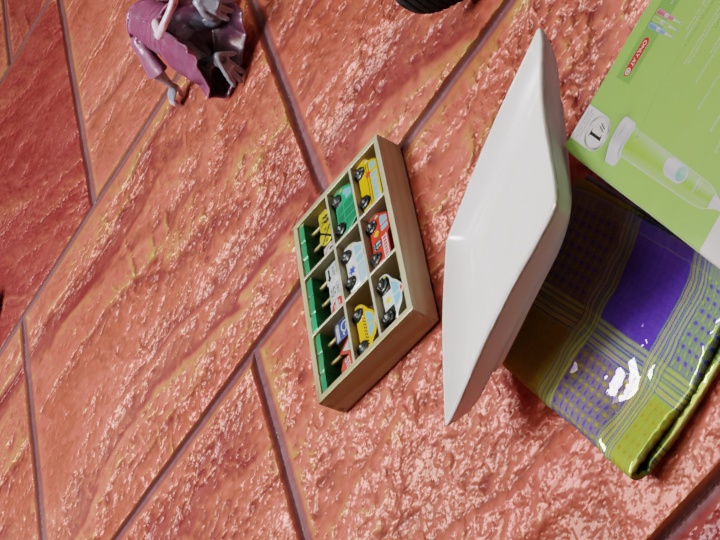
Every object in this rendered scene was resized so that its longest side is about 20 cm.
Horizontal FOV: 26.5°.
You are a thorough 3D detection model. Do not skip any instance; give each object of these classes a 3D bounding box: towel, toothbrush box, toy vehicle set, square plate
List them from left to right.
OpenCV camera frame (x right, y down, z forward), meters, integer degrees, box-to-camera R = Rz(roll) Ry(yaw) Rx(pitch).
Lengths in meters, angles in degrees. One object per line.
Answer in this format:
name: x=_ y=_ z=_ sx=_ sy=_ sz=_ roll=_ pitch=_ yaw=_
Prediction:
toy vehicle set: x=0.000 y=0.000 z=1.234 sx=0.124 sy=0.026 sz=0.201 roll=-47 pitch=35 yaw=32
square plate: x=0.098 y=-0.029 z=1.023 sx=0.201 sy=0.028 sz=0.199 roll=-86 pitch=13 yaw=-50
towel: x=0.157 y=0.030 z=0.965 sx=0.144 sy=0.023 sz=0.200 roll=-61 pitch=30 yaw=10
toothbrush box: x=0.225 y=-0.081 z=0.867 sx=0.146 sy=0.086 sz=0.200 roll=-60 pitch=30 yaw=12

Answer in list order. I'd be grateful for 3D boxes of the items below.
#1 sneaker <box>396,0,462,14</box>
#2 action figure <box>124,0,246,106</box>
sneaker: x=0.091 y=-0.300 z=1.249 sx=0.200 sy=0.074 sz=0.089 roll=-50 pitch=33 yaw=10
action figure: x=-0.207 y=-0.249 z=1.628 sx=0.199 sy=0.148 sz=0.135 roll=22 pitch=96 yaw=46
